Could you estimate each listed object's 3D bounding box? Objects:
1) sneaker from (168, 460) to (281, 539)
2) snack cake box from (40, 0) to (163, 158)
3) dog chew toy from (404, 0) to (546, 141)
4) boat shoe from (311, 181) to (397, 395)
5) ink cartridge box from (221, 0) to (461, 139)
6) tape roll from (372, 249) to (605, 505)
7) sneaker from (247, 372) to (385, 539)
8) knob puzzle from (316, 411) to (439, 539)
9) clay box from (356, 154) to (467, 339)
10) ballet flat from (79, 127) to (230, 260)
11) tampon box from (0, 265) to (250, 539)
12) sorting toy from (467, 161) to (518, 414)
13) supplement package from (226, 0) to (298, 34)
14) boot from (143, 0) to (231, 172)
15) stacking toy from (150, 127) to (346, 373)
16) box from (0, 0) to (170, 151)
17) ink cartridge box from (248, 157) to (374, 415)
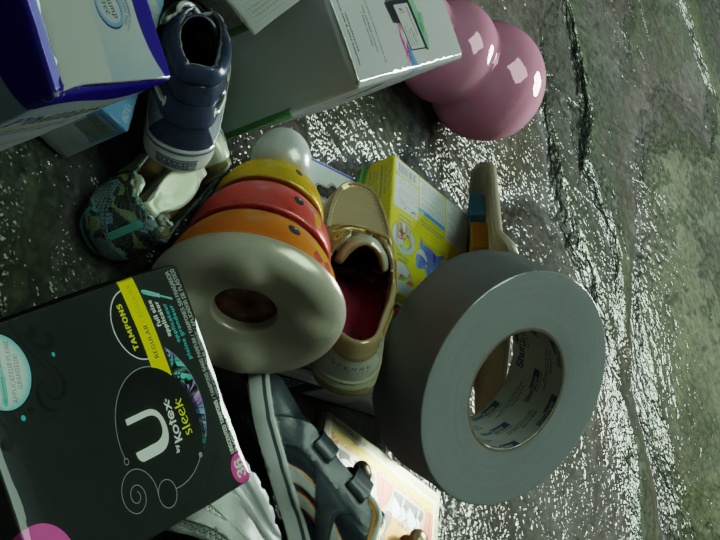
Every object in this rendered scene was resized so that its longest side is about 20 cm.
[{"bbox_3d":[-0.084,0.226,1.092,0.082,0.075,0.201,-42,110,-35],"label":"sneaker"},{"bbox_3d":[-0.204,-0.196,1.089,0.115,0.067,0.201,43,42,-38],"label":"snack cake box"},{"bbox_3d":[0.095,-0.214,1.529,0.200,0.124,0.125,31,50,-37],"label":"dog chew toy"},{"bbox_3d":[0.000,0.000,1.198,0.073,0.069,0.201,8,50,-10],"label":"boat shoe"},{"bbox_3d":[-0.025,-0.184,1.290,0.200,0.144,0.085,-27,98,-58],"label":"ink cartridge box"},{"bbox_3d":[0.107,0.087,1.246,0.199,0.066,0.202,-14,115,-34],"label":"tape roll"},{"bbox_3d":[-0.028,0.166,1.163,0.078,0.079,0.201,-109,-177,-86],"label":"sneaker"},{"bbox_3d":[0.016,0.240,1.262,0.219,0.030,0.221,32,50,-48],"label":"knob puzzle"},{"bbox_3d":[0.041,0.016,1.310,0.115,0.047,0.201,36,47,-40],"label":"clay box"},{"bbox_3d":[-0.133,-0.072,1.140,0.074,0.074,0.200,59,34,-22],"label":"ballet flat"},{"bbox_3d":[-0.189,0.099,0.911,0.200,0.126,0.151,-24,95,-58],"label":"tampon box"},{"bbox_3d":[0.108,0.018,1.390,0.200,0.036,0.186,-95,-173,-66],"label":"sorting toy"},{"bbox_3d":[-0.100,-0.303,1.162,0.200,0.117,0.117,52,8,-23],"label":"supplement package"},{"bbox_3d":[-0.121,-0.167,1.132,0.072,0.091,0.201,9,39,-16],"label":"boot"},{"bbox_3d":[-0.074,-0.037,1.151,0.146,0.145,0.201,47,36,-36],"label":"stacking toy"},{"bbox_3d":[-0.238,-0.163,0.890,0.105,0.199,0.185,-20,92,-58],"label":"box"},{"bbox_3d":[-0.029,0.010,1.288,0.198,0.043,0.201,23,58,-53],"label":"ink cartridge box"}]
